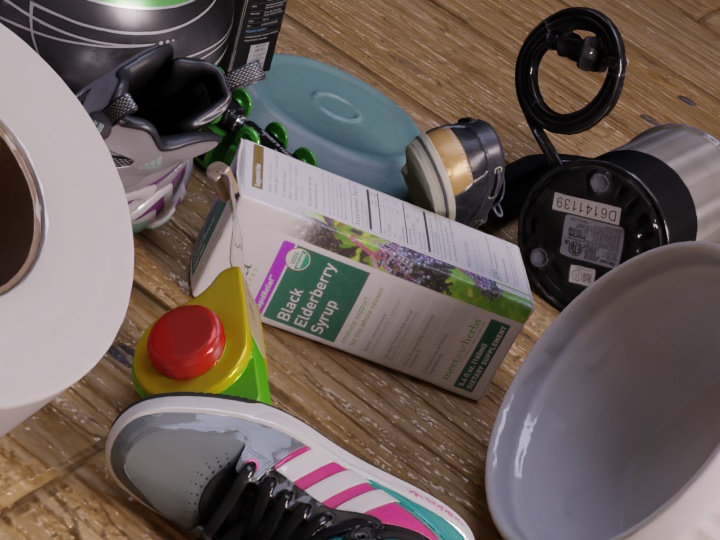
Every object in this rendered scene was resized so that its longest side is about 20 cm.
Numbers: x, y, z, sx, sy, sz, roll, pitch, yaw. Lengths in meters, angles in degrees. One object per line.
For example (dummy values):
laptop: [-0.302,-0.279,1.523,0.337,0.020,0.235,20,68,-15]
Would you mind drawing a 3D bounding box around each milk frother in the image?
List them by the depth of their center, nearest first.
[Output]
milk frother: [0.199,-0.091,1.284,0.180,0.201,0.188,33,26,19]

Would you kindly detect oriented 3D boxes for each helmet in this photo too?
helmet: [-0.179,-0.173,1.086,0.199,0.200,0.192,22,54,-11]

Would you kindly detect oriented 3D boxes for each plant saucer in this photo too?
plant saucer: [-0.024,-0.111,1.291,0.199,0.036,0.200,21,27,-12]

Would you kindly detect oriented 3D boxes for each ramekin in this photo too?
ramekin: [0.174,0.094,0.936,0.105,0.200,0.201,37,21,-25]

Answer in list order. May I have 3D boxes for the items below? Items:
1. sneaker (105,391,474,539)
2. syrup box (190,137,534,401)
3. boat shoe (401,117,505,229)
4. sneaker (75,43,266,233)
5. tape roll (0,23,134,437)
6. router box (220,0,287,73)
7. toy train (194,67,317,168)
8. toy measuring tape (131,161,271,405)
sneaker: [-0.030,0.134,0.804,0.199,0.084,0.121,24,17,-11]
syrup box: [0.000,0.000,1.067,0.199,0.079,0.082,20,28,-15]
boat shoe: [0.066,-0.059,1.168,0.200,0.062,0.075,86,-21,-81]
sneaker: [-0.106,-0.080,0.962,0.078,0.139,0.200,58,21,-1]
tape roll: [-0.216,-0.006,0.729,0.202,0.139,0.204,27,47,-32]
router box: [-0.142,-0.247,1.256,0.199,0.151,0.062,27,25,23]
toy train: [-0.105,-0.106,1.182,0.042,0.057,0.200,-14,48,-47]
toy measuring tape: [-0.091,0.024,0.929,0.073,0.074,0.201,14,43,-26]
